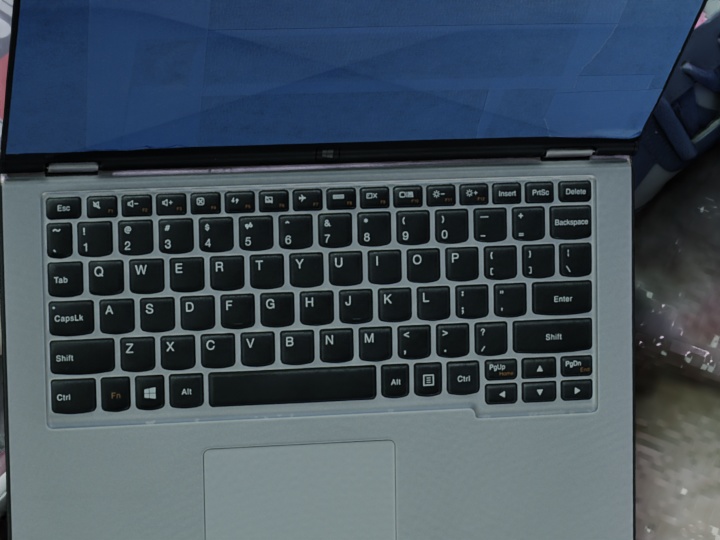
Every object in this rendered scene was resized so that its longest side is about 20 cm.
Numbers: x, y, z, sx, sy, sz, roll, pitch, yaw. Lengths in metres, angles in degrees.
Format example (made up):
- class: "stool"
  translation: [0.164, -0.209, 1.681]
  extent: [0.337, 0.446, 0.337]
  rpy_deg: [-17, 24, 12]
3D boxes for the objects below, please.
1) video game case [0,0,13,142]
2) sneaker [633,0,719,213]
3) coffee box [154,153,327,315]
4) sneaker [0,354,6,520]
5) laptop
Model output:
- class: "video game case"
  translation: [-0.147, -0.110, 0.902]
  extent: [0.199, 0.017, 0.143]
  rpy_deg: [34, 49, 14]
- class: "sneaker"
  translation: [0.127, -0.085, 0.833]
  extent: [0.082, 0.070, 0.200]
  rpy_deg: [31, 83, 40]
- class: "coffee box"
  translation: [0.000, -0.068, 0.848]
  extent: [0.080, 0.114, 0.200]
  rpy_deg: [40, 86, 24]
- class: "sneaker"
  translation: [-0.192, 0.058, 0.852]
  extent: [0.200, 0.076, 0.116]
  rpy_deg: [-35, 108, 2]
- class: "laptop"
  translation: [0.000, 0.000, 0.726]
  extent: [0.186, 0.116, 0.201]
  rpy_deg: [-2, 96, -12]
